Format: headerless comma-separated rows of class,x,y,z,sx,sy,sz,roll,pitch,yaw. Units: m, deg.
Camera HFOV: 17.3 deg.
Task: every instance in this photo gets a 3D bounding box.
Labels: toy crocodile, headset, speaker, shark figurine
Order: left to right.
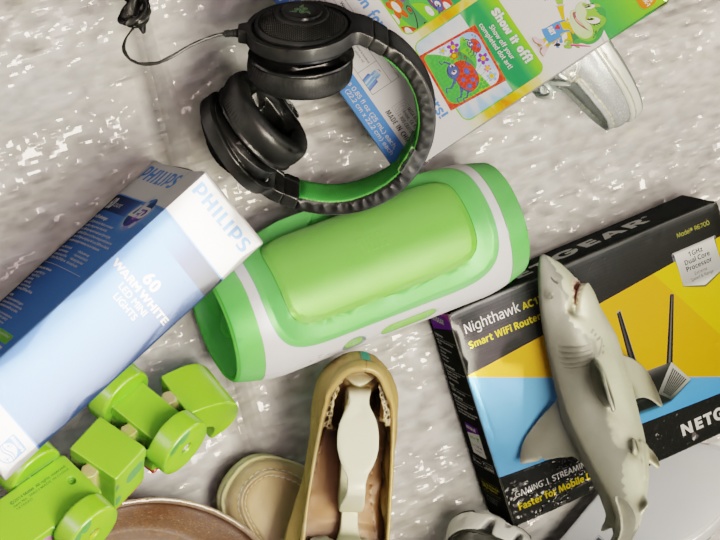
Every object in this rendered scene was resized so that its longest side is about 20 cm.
toy crocodile,-0.152,0.117,1.388,0.067,0.062,0.200,36,55,20
headset,-0.051,-0.114,1.397,0.199,0.094,0.124,24,118,-15
speaker,0.000,0.000,1.443,0.199,0.088,0.089,-20,104,-18
shark figurine,0.134,0.113,1.449,0.089,0.216,0.128,-22,141,21

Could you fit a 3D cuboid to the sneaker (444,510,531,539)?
sneaker,0.125,0.216,1.453,0.090,0.199,0.067,-43,145,-50

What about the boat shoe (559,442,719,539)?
boat shoe,0.172,0.194,1.549,0.200,0.072,0.068,-42,146,-11

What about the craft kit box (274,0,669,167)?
craft kit box,0.048,-0.191,1.404,0.197,0.049,0.201,-32,104,17

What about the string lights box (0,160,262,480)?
string lights box,-0.160,0.024,1.371,0.200,0.103,0.059,-43,109,-11

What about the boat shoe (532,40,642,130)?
boat shoe,0.093,-0.155,1.471,0.202,0.074,0.065,43,86,-17

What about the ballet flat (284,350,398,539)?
ballet flat,-0.012,0.148,1.413,0.068,0.063,0.202,3,84,-7

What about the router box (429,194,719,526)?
router box,0.155,0.057,1.530,0.199,0.051,0.150,-23,105,-16

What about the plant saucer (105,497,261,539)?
plant saucer,-0.134,0.233,1.441,0.199,0.037,0.202,-3,98,-18

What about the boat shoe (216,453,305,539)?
boat shoe,-0.006,0.188,1.475,0.072,0.065,0.200,-48,111,-10
